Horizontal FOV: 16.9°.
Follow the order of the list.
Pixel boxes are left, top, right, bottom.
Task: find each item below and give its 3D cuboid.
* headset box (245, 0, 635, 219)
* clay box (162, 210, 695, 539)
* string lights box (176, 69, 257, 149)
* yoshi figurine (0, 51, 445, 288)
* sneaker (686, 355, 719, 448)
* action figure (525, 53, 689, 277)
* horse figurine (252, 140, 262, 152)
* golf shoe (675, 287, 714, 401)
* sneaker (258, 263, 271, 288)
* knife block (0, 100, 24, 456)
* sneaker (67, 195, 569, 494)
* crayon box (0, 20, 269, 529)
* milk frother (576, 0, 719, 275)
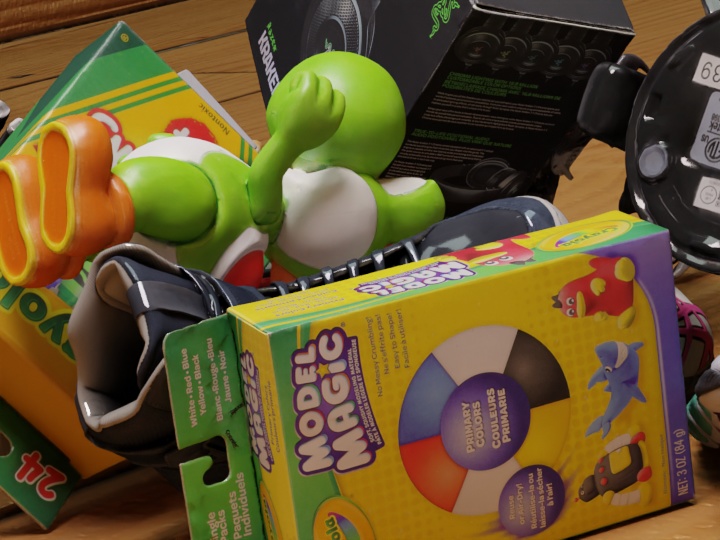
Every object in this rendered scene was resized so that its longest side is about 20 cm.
[{"bbox_3d":[0.036,-0.125,1.201,0.092,0.175,0.200,6,-41,-27],"label":"headset box"},{"bbox_3d":[0.029,0.056,0.931,0.199,0.115,0.048,-15,17,-22],"label":"clay box"},{"bbox_3d":[-0.152,-0.009,1.251,0.200,0.059,0.103,-45,-4,29],"label":"string lights box"},{"bbox_3d":[-0.055,-0.048,1.039,0.199,0.112,0.112,-3,36,-33],"label":"yoshi figurine"},{"bbox_3d":[0.182,0.060,0.976,0.075,0.087,0.200,-51,-9,5],"label":"sneaker"},{"bbox_3d":[0.143,-0.048,1.256,0.119,0.102,0.200,14,-14,43],"label":"action figure"},{"bbox_3d":[-0.119,-0.003,1.357,0.200,0.050,0.133,-43,17,20],"label":"horse figurine"},{"bbox_3d":[0.117,0.022,1.087,0.072,0.093,0.200,-8,10,14],"label":"golf shoe"},{"bbox_3d":[-0.070,0.037,1.212,0.200,0.077,0.085,-12,38,49],"label":"sneaker"},{"bbox_3d":[-0.222,0.014,1.176,0.199,0.176,0.064,-6,11,15],"label":"knife block"},{"bbox_3d":[-0.021,0.019,0.964,0.202,0.077,0.146,-36,-37,13],"label":"sneaker"},{"bbox_3d":[-0.123,0.000,1.090,0.051,0.127,0.200,-27,25,52],"label":"crayon box"},{"bbox_3d":[0.218,-0.091,1.083,0.188,0.200,0.180,16,22,-51],"label":"milk frother"}]
